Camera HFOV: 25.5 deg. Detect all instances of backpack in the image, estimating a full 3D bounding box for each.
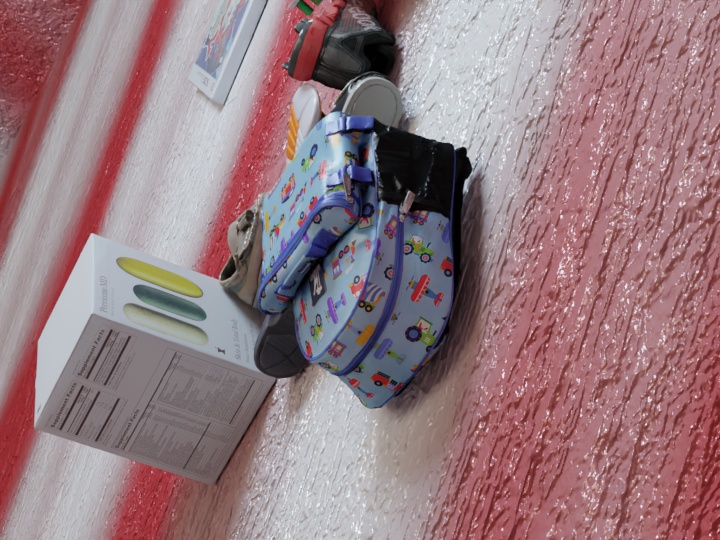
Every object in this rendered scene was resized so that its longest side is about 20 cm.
[{"bbox_3d":[0.000,0.000,1.283,0.183,0.134,0.201,-48,32,45],"label":"backpack"}]

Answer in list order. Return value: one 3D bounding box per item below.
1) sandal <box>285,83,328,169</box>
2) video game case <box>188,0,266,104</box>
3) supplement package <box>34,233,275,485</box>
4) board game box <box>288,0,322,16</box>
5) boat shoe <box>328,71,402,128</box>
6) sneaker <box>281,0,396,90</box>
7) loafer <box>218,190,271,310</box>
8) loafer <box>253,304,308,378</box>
[{"bbox_3d":[-0.044,-0.101,1.597,0.208,0.059,0.080,101,164,-44],"label":"sandal"},{"bbox_3d":[-0.178,-0.338,2.192,0.201,0.023,0.182,-66,21,8],"label":"video game case"},{"bbox_3d":[-0.212,0.091,1.623,0.151,0.199,0.152,-59,24,25],"label":"supplement package"},{"bbox_3d":[0.019,-0.374,1.641,0.200,0.026,0.201,-43,12,50],"label":"board game box"},{"bbox_3d":[-0.022,-0.095,1.507,0.060,0.073,0.201,-118,49,-71],"label":"boat shoe"},{"bbox_3d":[-0.007,-0.228,1.602,0.201,0.097,0.071,-59,-9,-62],"label":"sneaker"},{"bbox_3d":[-0.110,-0.020,1.578,0.200,0.062,0.072,104,-175,-63],"label":"loafer"},{"bbox_3d":[-0.047,0.013,1.477,0.201,0.071,0.063,-58,19,34],"label":"loafer"}]
